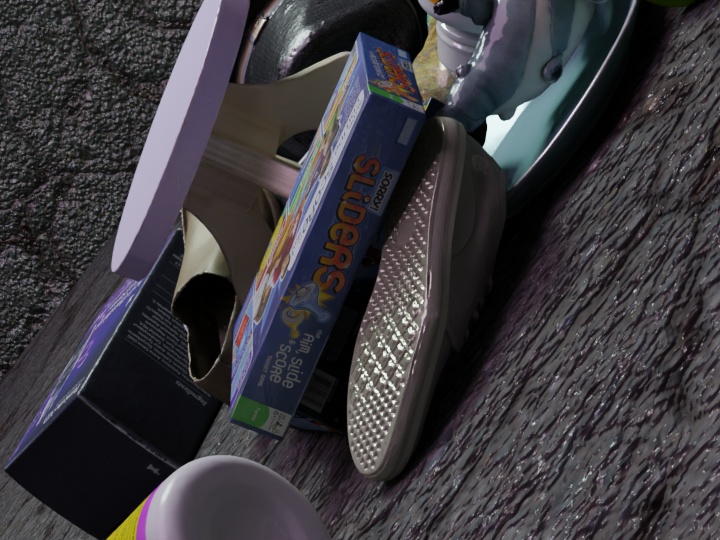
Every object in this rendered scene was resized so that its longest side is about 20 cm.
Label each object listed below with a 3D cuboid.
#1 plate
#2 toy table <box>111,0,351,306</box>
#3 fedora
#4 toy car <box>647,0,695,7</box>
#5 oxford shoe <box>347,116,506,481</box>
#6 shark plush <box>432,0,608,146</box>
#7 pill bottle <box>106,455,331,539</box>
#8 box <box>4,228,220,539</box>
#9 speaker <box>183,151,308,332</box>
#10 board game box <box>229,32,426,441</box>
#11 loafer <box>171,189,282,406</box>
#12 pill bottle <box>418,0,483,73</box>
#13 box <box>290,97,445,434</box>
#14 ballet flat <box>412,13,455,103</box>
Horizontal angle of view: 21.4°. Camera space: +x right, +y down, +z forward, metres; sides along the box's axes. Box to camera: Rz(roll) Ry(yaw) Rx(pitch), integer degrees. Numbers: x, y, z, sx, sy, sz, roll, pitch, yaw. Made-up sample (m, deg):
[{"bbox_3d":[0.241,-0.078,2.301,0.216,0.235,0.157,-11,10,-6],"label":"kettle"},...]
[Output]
[{"bbox_3d":[0.105,-0.087,1.115,0.201,0.025,0.200,-52,12,15],"label":"plate"},{"bbox_3d":[-0.074,-0.074,1.236,0.184,0.116,0.201,-113,46,-69],"label":"toy table"},{"bbox_3d":[-0.015,-0.147,1.412,0.201,0.200,0.092,-53,18,4],"label":"fedora"},{"bbox_3d":[0.150,-0.272,1.003,0.165,0.199,0.158,-61,14,-20],"label":"toy car"},{"bbox_3d":[0.039,0.016,0.997,0.075,0.057,0.202,-22,49,53],"label":"oxford shoe"},{"bbox_3d":[0.076,-0.137,1.102,0.201,0.083,0.091,-55,12,-8],"label":"shark plush"},{"bbox_3d":[-0.103,0.184,0.951,0.200,0.104,0.105,-46,13,37],"label":"pill bottle"},{"bbox_3d":[-0.178,0.092,1.542,0.148,0.104,0.201,-42,16,44],"label":"box"},{"bbox_3d":[-0.045,-0.017,1.385,0.200,0.081,0.081,-47,12,26],"label":"speaker"},{"bbox_3d":[-0.022,-0.022,1.074,0.136,0.034,0.201,-96,28,-69],"label":"board game box"},{"bbox_3d":[-0.093,0.003,1.321,0.076,0.067,0.202,-36,55,34],"label":"loafer"},{"bbox_3d":[0.088,-0.225,1.199,0.110,0.108,0.202,-70,-17,-55],"label":"pill bottle"},{"bbox_3d":[0.000,0.000,1.162,0.201,0.037,0.137,-65,10,-9],"label":"box"},{"bbox_3d":[0.078,-0.159,1.371,0.071,0.070,0.201,-46,13,34],"label":"ballet flat"}]
